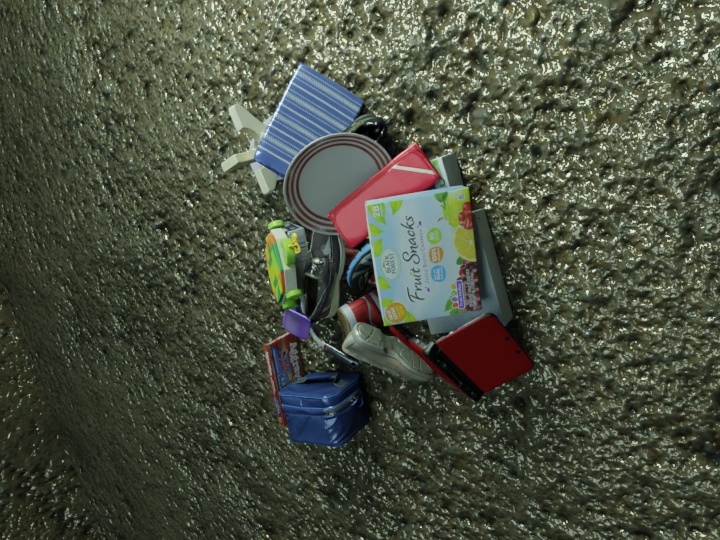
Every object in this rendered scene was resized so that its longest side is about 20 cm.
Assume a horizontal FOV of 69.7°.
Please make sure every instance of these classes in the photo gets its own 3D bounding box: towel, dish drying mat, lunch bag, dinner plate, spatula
[{"bbox_3d":[-0.097,-0.261,0.970,0.143,0.024,0.202,28,93,-7],"label":"towel"},{"bbox_3d":[0.037,-0.125,0.879,0.199,0.018,0.077,-37,90,17],"label":"dish drying mat"},{"bbox_3d":[-0.079,0.297,1.155,0.198,0.135,0.135,-10,100,37],"label":"lunch bag"},{"bbox_3d":[-0.035,-0.148,0.894,0.202,0.197,0.024,-60,31,33],"label":"dinner plate"},{"bbox_3d":[-0.079,0.141,1.032,0.199,0.020,0.057,31,120,28],"label":"spatula"}]

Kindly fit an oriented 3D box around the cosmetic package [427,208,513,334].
[{"bbox_3d":[0.173,0.006,0.930,0.149,0.051,0.203,-11,98,40],"label":"cosmetic package"}]

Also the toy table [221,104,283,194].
[{"bbox_3d":[-0.194,-0.252,1.072,0.199,0.117,0.185,-36,83,37],"label":"toy table"}]

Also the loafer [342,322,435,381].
[{"bbox_3d":[0.055,0.168,1.012,0.198,0.072,0.063,31,121,-21],"label":"loafer"}]

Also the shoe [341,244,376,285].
[{"bbox_3d":[0.000,0.000,1.028,0.198,0.091,0.073,20,116,30],"label":"shoe"}]

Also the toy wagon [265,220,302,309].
[{"bbox_3d":[-0.151,-0.016,1.005,0.200,0.039,0.158,125,130,-66],"label":"toy wagon"}]

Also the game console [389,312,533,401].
[{"bbox_3d":[0.177,0.134,0.916,0.119,0.200,0.172,-51,38,-7],"label":"game console"}]

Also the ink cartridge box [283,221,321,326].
[{"bbox_3d":[-0.144,-0.003,1.131,0.200,0.043,0.202,-153,51,-67],"label":"ink cartridge box"}]

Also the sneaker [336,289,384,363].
[{"bbox_3d":[0.018,0.118,1.072,0.071,0.111,0.201,51,161,32],"label":"sneaker"}]

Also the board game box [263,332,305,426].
[{"bbox_3d":[-0.172,0.254,1.230,0.019,0.103,0.204,0,105,34],"label":"board game box"}]

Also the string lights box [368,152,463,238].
[{"bbox_3d":[0.088,-0.132,0.940,0.198,0.059,0.104,-12,101,38],"label":"string lights box"}]

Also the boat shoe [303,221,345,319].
[{"bbox_3d":[-0.076,0.002,0.985,0.071,0.064,0.203,20,115,35],"label":"boat shoe"}]

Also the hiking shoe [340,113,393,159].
[{"bbox_3d":[-0.033,-0.209,0.918,0.200,0.101,0.076,-44,108,-3],"label":"hiking shoe"}]

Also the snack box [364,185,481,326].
[{"bbox_3d":[0.102,-0.025,0.847,0.166,0.068,0.204,-8,102,0],"label":"snack box"}]

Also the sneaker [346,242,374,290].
[{"bbox_3d":[0.047,-0.024,0.926,0.083,0.071,0.200,48,120,4],"label":"sneaker"}]
